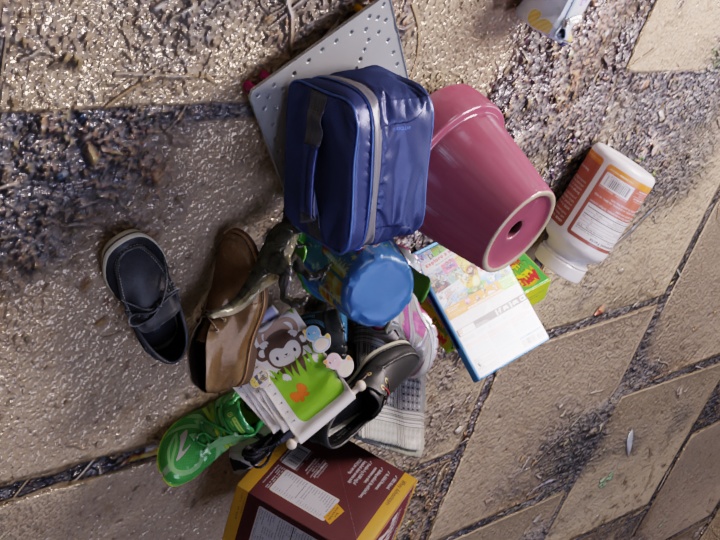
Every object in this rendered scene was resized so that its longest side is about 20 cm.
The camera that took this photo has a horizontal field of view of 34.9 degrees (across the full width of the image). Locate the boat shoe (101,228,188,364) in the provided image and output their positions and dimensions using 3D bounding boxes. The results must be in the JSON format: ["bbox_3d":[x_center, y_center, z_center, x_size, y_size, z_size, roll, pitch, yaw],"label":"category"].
[{"bbox_3d":[-0.237,0.033,1.290,0.074,0.062,0.202,-31,141,-19],"label":"boat shoe"}]

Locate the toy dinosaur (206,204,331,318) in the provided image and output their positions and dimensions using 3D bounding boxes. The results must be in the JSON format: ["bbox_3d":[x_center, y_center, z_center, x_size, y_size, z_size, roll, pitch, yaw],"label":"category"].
[{"bbox_3d":[-0.088,-0.002,1.318,0.201,0.087,0.048,-58,179,-24],"label":"toy dinosaur"}]

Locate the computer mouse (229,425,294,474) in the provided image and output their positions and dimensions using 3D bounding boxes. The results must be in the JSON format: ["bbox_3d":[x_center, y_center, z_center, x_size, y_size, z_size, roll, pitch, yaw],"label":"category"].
[{"bbox_3d":[-0.141,0.234,1.551,0.110,0.044,0.200,-43,-178,-28],"label":"computer mouse"}]

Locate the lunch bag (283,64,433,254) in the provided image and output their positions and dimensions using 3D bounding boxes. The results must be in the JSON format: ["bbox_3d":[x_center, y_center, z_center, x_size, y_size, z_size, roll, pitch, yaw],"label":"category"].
[{"bbox_3d":[-0.014,-0.116,1.260,0.131,0.135,0.203,-15,119,-35],"label":"lunch bag"}]

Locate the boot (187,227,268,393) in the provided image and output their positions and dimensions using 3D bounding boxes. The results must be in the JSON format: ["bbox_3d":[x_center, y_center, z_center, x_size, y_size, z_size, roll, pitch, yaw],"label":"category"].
[{"bbox_3d":[-0.160,0.052,1.350,0.075,0.073,0.203,-16,118,-49],"label":"boot"}]

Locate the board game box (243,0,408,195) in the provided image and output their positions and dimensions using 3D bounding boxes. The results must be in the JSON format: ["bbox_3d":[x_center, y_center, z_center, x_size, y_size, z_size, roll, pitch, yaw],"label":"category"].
[{"bbox_3d":[-0.031,-0.194,1.324,0.199,0.026,0.201,-38,145,-14],"label":"board game box"}]

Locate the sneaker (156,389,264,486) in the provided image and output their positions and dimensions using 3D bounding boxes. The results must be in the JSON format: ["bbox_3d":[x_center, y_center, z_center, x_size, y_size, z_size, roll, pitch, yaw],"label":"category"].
[{"bbox_3d":[-0.182,0.200,1.485,0.199,0.075,0.083,-38,-178,-28],"label":"sneaker"}]

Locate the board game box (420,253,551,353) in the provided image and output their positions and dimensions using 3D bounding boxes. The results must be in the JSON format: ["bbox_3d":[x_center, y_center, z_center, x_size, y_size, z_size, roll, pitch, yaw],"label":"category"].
[{"bbox_3d":[0.176,0.034,1.705,0.198,0.102,0.048,-26,148,-28],"label":"board game box"}]

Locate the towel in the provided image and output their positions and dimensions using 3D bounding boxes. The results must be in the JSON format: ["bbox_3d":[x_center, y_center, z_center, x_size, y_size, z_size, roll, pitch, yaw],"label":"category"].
[{"bbox_3d":[0.048,0.162,1.654,0.199,0.034,0.196,28,58,-56],"label":"towel"}]

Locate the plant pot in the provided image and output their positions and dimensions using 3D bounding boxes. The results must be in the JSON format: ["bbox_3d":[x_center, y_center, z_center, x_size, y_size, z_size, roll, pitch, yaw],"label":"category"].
[{"bbox_3d":[0.139,-0.103,1.442,0.199,0.179,0.201,-36,154,-21],"label":"plant pot"}]

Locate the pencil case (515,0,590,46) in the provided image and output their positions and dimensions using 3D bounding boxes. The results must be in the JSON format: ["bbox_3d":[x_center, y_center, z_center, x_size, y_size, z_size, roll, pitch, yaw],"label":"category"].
[{"bbox_3d":[0.269,-0.383,1.414,0.082,0.091,0.202,23,109,-12],"label":"pencil case"}]

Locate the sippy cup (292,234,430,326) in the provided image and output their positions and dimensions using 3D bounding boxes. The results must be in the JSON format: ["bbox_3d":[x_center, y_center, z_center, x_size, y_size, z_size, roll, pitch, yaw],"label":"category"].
[{"bbox_3d":[0.000,0.000,1.423,0.175,0.130,0.142,-20,120,-15],"label":"sippy cup"}]

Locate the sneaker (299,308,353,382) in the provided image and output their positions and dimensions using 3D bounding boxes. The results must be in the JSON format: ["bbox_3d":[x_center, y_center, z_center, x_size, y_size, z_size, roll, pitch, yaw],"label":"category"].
[{"bbox_3d":[-0.052,0.138,1.570,0.080,0.074,0.203,-3,121,3],"label":"sneaker"}]

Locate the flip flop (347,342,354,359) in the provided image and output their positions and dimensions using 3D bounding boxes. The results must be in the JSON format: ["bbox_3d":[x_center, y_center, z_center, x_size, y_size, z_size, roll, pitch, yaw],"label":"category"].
[{"bbox_3d":[-0.001,0.170,1.679,0.081,0.058,0.200,-46,139,-2],"label":"flip flop"}]

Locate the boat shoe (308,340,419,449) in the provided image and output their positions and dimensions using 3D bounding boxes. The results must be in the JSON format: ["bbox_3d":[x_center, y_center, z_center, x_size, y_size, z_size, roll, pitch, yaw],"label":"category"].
[{"bbox_3d":[0.009,0.164,1.505,0.200,0.063,0.075,-34,130,-30],"label":"boat shoe"}]

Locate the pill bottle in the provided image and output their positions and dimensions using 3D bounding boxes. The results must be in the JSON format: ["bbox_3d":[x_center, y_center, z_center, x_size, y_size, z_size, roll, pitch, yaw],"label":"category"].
[{"bbox_3d":[0.359,-0.086,1.781,0.111,0.112,0.202,10,116,-51],"label":"pill bottle"}]

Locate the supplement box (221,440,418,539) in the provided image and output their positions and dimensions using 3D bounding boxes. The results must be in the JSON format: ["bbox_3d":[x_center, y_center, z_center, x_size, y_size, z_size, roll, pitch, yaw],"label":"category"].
[{"bbox_3d":[-0.057,0.345,1.615,0.197,0.198,0.134,-42,155,-55],"label":"supplement box"}]

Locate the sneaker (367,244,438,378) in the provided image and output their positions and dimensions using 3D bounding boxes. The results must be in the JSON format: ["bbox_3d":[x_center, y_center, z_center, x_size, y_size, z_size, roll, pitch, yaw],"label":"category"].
[{"bbox_3d":[0.044,0.068,1.579,0.088,0.081,0.203,-34,120,-34],"label":"sneaker"}]

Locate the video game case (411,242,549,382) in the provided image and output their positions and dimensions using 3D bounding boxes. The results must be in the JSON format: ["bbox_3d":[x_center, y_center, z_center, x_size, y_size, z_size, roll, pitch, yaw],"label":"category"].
[{"bbox_3d":[0.170,0.040,1.641,0.142,0.202,0.018,-25,174,-28],"label":"video game case"}]

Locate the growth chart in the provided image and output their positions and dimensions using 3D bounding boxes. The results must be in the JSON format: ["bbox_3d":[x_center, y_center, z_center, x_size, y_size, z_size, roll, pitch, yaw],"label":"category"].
[{"bbox_3d":[-0.102,0.120,1.436,0.145,0.200,0.018,-47,178,-8],"label":"growth chart"}]
